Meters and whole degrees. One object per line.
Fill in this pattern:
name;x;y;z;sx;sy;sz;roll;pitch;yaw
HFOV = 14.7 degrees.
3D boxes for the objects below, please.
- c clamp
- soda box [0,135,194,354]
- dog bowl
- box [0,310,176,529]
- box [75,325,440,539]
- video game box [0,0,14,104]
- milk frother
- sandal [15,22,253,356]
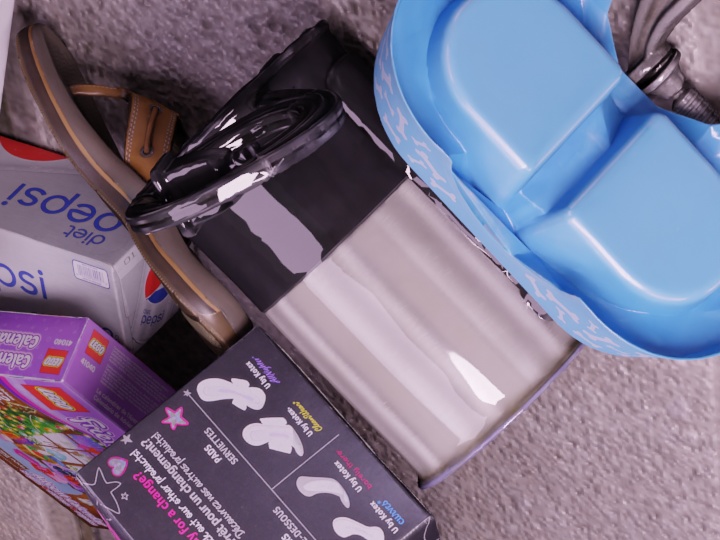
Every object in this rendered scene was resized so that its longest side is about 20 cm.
c clamp;0.179;-0.048;1.151;0.200;0.027;0.171;49;138;-5
soda box;-0.184;-0.023;1.436;0.200;0.068;0.064;18;134;28
dog bowl;0.086;-0.047;1.129;0.200;0.111;0.050;47;155;-6
box;-0.141;0.082;1.448;0.137;0.039;0.200;3;152;37
box;-0.040;0.138;1.330;0.132;0.115;0.200;47;169;21
video game box;-0.267;-0.078;1.403;0.200;0.047;0.183;8;92;35
milk frother;0.000;0.000;1.208;0.188;0.200;0.180;45;136;-2
sandal;-0.099;-0.045;1.333;0.200;0.055;0.082;53;179;31
